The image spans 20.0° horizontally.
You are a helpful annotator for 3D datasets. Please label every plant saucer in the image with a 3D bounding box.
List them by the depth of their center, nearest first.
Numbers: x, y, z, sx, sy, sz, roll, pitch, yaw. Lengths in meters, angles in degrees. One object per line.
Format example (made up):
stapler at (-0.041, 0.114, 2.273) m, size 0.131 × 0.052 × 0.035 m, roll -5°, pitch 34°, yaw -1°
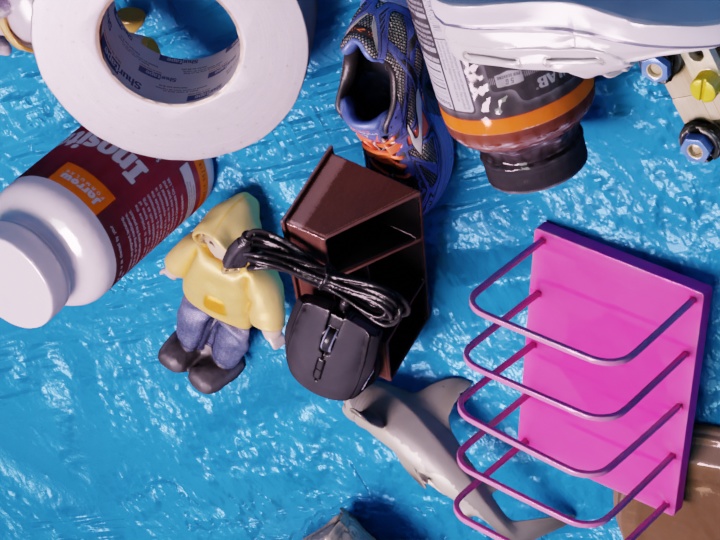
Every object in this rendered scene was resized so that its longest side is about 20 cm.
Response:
plant saucer at (0.278, 0.203, 1.546) m, size 0.200 × 0.029 × 0.200 m, roll 21°, pitch 134°, yaw 23°

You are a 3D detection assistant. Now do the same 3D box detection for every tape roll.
tape roll at (-0.132, -0.178, 1.463) m, size 0.200 × 0.066 × 0.200 m, roll 2°, pitch 128°, yaw 3°

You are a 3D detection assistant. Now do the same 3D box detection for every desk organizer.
desk organizer at (0.000, 0.000, 1.519) m, size 0.077 × 0.072 × 0.200 m, roll 25°, pitch 156°, yaw 16°

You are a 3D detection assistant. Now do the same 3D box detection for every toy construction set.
toy construction set at (0.242, -0.123, 1.261) m, size 0.131 × 0.092 × 0.200 m, roll -9°, pitch 107°, yaw 43°

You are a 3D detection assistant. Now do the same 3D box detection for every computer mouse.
computer mouse at (-0.047, 0.041, 1.509) m, size 0.140 × 0.046 × 0.200 m, roll 27°, pitch 156°, yaw 2°

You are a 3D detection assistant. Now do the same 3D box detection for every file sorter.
file sorter at (0.150, 0.097, 1.461) m, size 0.139 × 0.125 × 0.200 m, roll 23°, pitch 129°, yaw 30°

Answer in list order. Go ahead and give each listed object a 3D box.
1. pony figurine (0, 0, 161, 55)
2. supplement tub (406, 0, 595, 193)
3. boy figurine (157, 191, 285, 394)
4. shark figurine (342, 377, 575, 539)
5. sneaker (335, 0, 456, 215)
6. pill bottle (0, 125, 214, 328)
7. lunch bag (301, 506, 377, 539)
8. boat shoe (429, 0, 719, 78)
pony figurine at (-0.264, -0.223, 1.551) m, size 0.200 × 0.167 × 0.193 m, roll -3°, pitch 131°, yaw 22°
supplement tub at (0.093, -0.152, 1.336) m, size 0.107 × 0.107 × 0.200 m, roll 4°, pitch 126°, yaw 37°
boy figurine at (-0.110, 0.018, 1.677) m, size 0.124 × 0.064 × 0.200 m, roll 36°, pitch 142°, yaw 13°
shark figurine at (0.073, 0.136, 1.623) m, size 0.214 × 0.090 × 0.128 m, roll 40°, pitch 174°, yaw 16°
sneaker at (0.015, -0.112, 1.451) m, size 0.075 × 0.078 × 0.200 m, roll 17°, pitch 135°, yaw 30°
pill bottle at (-0.213, -0.045, 1.600) m, size 0.113 × 0.200 × 0.113 m, roll 21°, pitch 135°, yaw 23°
lunch bag at (-0.002, 0.303, 1.789) m, size 0.164 × 0.118 × 0.200 m, roll 46°, pitch 144°, yaw -2°
boat shoe at (0.140, -0.149, 1.220) m, size 0.200 × 0.074 × 0.065 m, roll 10°, pitch 140°, yaw 28°
